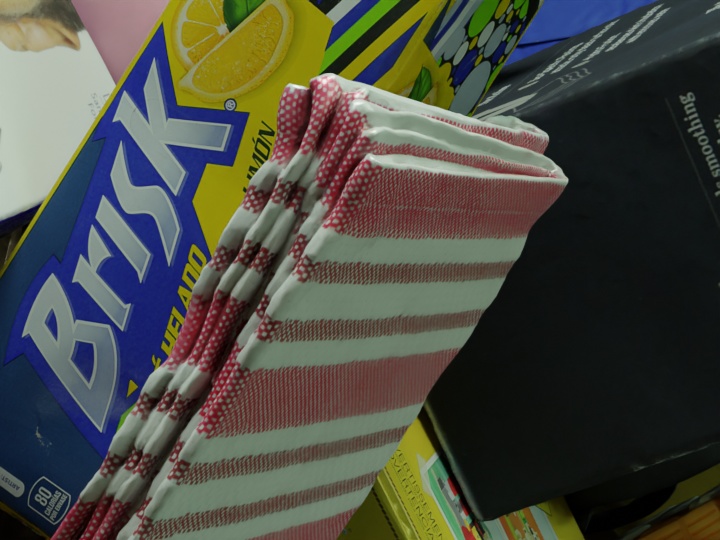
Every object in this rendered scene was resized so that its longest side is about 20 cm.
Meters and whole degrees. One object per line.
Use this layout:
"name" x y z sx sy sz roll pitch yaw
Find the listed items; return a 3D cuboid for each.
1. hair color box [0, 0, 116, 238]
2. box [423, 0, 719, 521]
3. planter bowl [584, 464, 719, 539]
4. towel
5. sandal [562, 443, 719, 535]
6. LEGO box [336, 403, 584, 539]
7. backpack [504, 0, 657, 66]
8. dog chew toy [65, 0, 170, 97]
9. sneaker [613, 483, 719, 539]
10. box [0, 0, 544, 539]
"hair color box" -0.134 -0.048 0.600 0.109 0.065 0.200 62 18 -3
"box" 0.126 -0.031 0.777 0.117 0.200 0.197 66 23 -7
"planter bowl" 0.134 0.128 0.969 0.200 0.083 0.200 165 -90 -69
"towel" -0.028 0.044 0.602 0.030 0.200 0.146 36 12 18
"sandal" 0.084 0.078 0.869 0.043 0.076 0.200 61 -22 -1
"LEGO box" 0.021 0.111 0.772 0.200 0.077 0.149 64 19 0
"backpack" 0.071 -0.085 1.034 0.200 0.162 0.168 32 57 -70
"dog chew toy" -0.067 -0.107 0.765 0.125 0.125 0.200 32 26 -56
"sneaker" 0.119 0.120 0.852 0.078 0.200 0.077 -26 84 -42
"box" -0.029 -0.023 0.626 0.064 0.200 0.070 33 2 18
